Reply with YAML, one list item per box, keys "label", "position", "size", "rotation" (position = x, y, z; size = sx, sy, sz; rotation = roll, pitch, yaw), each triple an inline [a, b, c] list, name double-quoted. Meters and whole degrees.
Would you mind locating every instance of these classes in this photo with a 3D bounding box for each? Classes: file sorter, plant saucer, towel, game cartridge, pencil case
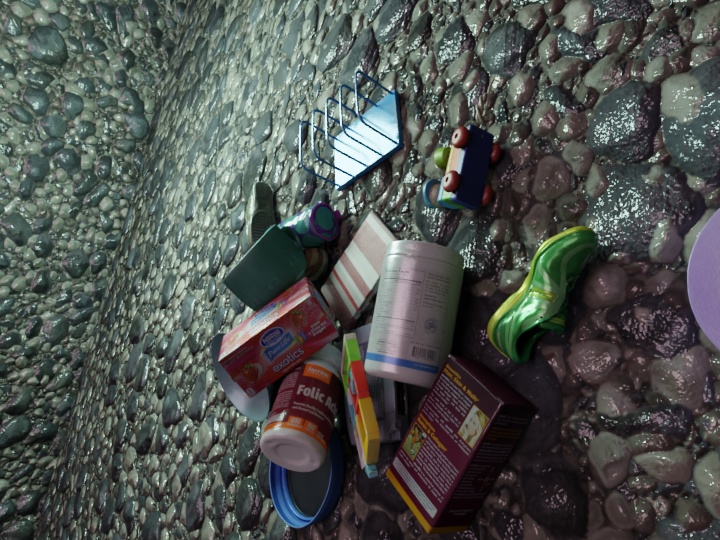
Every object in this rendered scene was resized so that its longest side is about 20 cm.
- label: "file sorter"
  position: [-0.026, -0.289, 1.071]
  size: [0.198, 0.121, 0.142]
  rotation: [-27, 55, 42]
- label: "plant saucer"
  position: [-0.240, 0.215, 1.071]
  size: [0.199, 0.038, 0.205]
  rotation: [23, 126, 36]
- label: "towel"
  position: [0.000, 0.000, 1.006]
  size: [0.202, 0.022, 0.145]
  rotation: [-56, 39, 17]
- label: "game cartridge"
  position: [0.023, 0.193, 0.890]
  size: [0.132, 0.040, 0.205]
  rotation: [-22, 60, 40]
- label: "pencil case"
  position: [-0.135, -0.084, 1.150]
  size: [0.198, 0.092, 0.087]
  rotation: [-17, 95, 45]

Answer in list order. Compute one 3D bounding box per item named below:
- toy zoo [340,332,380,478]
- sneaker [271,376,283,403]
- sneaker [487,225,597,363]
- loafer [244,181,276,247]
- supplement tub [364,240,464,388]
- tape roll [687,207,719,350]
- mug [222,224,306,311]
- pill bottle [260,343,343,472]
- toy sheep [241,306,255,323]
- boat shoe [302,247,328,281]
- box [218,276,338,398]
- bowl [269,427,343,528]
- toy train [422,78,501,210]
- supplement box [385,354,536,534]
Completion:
- label: "toy zoo"
  position: [0.000, 0.220, 0.806]
  size: [0.133, 0.020, 0.203]
  rotation: [97, 162, -52]
- label: "sneaker"
  position: [-0.157, 0.197, 1.062]
  size: [0.201, 0.090, 0.076]
  rotation: [-54, 44, 23]
- label: "sneaker"
  position: [0.244, 0.036, 0.659]
  size: [0.203, 0.073, 0.084]
  rotation: [-63, 36, 26]
- label: "loafer"
  position: [-0.264, -0.134, 1.347]
  size: [0.070, 0.074, 0.204]
  rotation: [-41, 42, 47]
- label: "supplement tub"
  position: [0.084, 0.069, 0.789]
  size: [0.130, 0.130, 0.205]
  rotation: [-1, 74, 49]
- label: "tape roll"
  position: [0.416, 0.010, 0.464]
  size: [0.198, 0.065, 0.205]
  rotation: [-23, 59, 44]
- label: "mug"
  position: [-0.167, -0.006, 1.011]
  size: [0.186, 0.114, 0.152]
  rotation: [-48, 8, -15]
- label: "pill bottle"
  position: [-0.093, 0.232, 0.905]
  size: [0.113, 0.114, 0.202]
  rotation: [-34, 27, 37]
- label: "toy sheep"
  position: [-0.193, 0.117, 1.104]
  size: [0.199, 0.136, 0.141]
  rotation: [-31, 53, 46]
- label: "boat shoe"
  position: [-0.152, 0.009, 1.144]
  size: [0.200, 0.071, 0.077]
  rotation: [-42, 47, 32]
- label: "box"
  position: [-0.146, 0.117, 0.920]
  size: [0.198, 0.096, 0.100]
  rotation: [-35, 21, 2]
- label: "bowl"
  position: [-0.102, 0.370, 0.967]
  size: [0.199, 0.039, 0.205]
  rotation: [-23, 59, 44]
- label: "toy train"
  position: [0.166, -0.199, 0.846]
  size: [0.115, 0.083, 0.205]
  rotation: [-1, 75, 63]
- label: "supplement box"
  position: [0.132, 0.234, 0.700]
  size: [0.110, 0.085, 0.203]
  rotation: [39, 106, 50]
